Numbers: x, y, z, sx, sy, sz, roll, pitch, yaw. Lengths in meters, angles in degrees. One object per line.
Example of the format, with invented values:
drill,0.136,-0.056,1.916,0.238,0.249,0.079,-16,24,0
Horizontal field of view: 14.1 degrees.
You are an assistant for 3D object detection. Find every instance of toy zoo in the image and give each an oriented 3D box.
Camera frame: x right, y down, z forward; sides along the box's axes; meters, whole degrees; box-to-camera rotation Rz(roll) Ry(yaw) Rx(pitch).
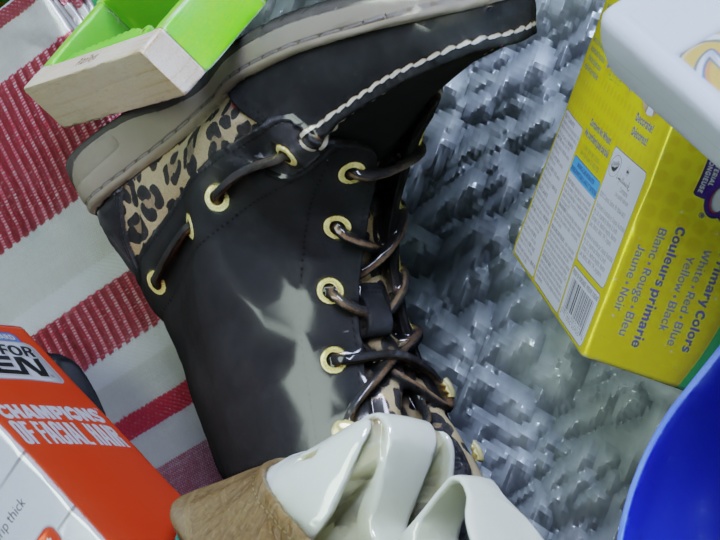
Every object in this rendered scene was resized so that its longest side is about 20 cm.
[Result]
toy zoo,-0.019,-0.129,0.913,0.200,0.020,0.131,-51,16,-16

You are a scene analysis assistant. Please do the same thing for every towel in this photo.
towel,-0.102,0.016,1.006,0.144,0.023,0.201,-31,81,40

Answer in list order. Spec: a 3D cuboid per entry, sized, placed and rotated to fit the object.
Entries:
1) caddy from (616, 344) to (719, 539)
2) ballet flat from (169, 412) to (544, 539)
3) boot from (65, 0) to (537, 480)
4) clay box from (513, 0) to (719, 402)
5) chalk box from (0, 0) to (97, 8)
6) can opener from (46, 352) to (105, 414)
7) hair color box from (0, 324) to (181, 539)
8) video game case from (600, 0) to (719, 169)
caddy,0.143,0.059,0.700,0.200,0.105,0.142,-56,45,25
ballet flat,0.014,0.083,0.782,0.200,0.068,0.073,39,116,55
boot,0.000,0.000,0.872,0.200,0.073,0.151,-24,85,45
clay box,0.103,-0.077,0.787,0.115,0.047,0.201,-114,44,-74
chalk box,-0.128,-0.150,1.046,0.200,0.124,0.125,-2,81,49
can opener,-0.116,0.127,0.982,0.079,0.063,0.201,0,98,55
hair color box,-0.089,0.118,0.872,0.200,0.064,0.111,44,110,27
video game case,0.182,-0.046,0.651,0.200,0.182,0.023,47,162,43
